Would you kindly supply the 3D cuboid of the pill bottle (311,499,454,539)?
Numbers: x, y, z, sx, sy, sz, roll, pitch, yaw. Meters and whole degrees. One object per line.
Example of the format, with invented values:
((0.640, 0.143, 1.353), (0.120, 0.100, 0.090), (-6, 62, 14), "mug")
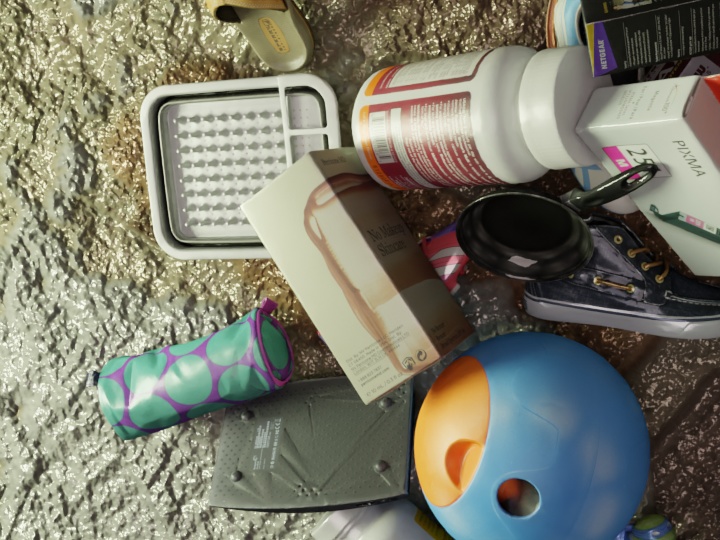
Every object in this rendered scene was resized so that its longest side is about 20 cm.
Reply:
((0.050, 0.296, 0.934), (0.200, 0.104, 0.104), (41, 109, 4), "pill bottle")

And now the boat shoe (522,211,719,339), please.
((0.242, 0.002, 0.831), (0.200, 0.071, 0.091), (5, 108, 16), "boat shoe")

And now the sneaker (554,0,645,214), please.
((0.203, -0.142, 0.785), (0.072, 0.072, 0.200), (-13, 98, -7), "sneaker")

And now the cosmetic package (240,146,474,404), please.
((0.000, 0.000, 0.822), (0.087, 0.103, 0.200), (-36, 86, 25), "cosmetic package")

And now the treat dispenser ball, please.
((0.146, 0.153, 0.825), (0.201, 0.201, 0.201), (3, 103, 15), "treat dispenser ball")

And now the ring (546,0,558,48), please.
((0.259, -0.208, 0.808), (0.200, 0.019, 0.201), (3, 102, 15), "ring")

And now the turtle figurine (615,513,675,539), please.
((0.318, 0.316, 0.846), (0.200, 0.144, 0.194), (-8, 104, 20), "turtle figurine")

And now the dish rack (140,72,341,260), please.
((-0.108, -0.098, 0.920), (0.200, 0.044, 0.172), (-1, 103, 15), "dish rack")

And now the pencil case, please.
((-0.167, 0.102, 0.959), (0.200, 0.085, 0.093), (-19, 61, 18), "pencil case")

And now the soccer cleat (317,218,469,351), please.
((0.039, 0.016, 0.894), (0.076, 0.067, 0.200), (38, 113, 0), "soccer cleat")

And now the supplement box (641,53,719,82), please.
((0.321, -0.114, 0.749), (0.200, 0.061, 0.109), (32, 97, -13), "supplement box")

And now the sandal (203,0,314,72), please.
((-0.103, -0.234, 0.823), (0.080, 0.054, 0.200), (-1, 147, 29), "sandal")

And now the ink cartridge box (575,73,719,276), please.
((0.281, -0.062, 0.691), (0.200, 0.173, 0.044), (41, 69, -32), "ink cartridge box")

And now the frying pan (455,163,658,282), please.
((0.144, -0.051, 0.766), (0.115, 0.031, 0.190), (19, 145, -1), "frying pan")

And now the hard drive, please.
((-0.042, 0.171, 0.926), (0.200, 0.135, 0.042), (-8, 142, 19), "hard drive")

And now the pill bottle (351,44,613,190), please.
((0.098, -0.124, 0.784), (0.200, 0.110, 0.110), (2, 105, 44), "pill bottle")

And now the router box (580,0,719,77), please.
((0.236, -0.241, 0.703), (0.157, 0.200, 0.052), (-9, 141, 15), "router box")
